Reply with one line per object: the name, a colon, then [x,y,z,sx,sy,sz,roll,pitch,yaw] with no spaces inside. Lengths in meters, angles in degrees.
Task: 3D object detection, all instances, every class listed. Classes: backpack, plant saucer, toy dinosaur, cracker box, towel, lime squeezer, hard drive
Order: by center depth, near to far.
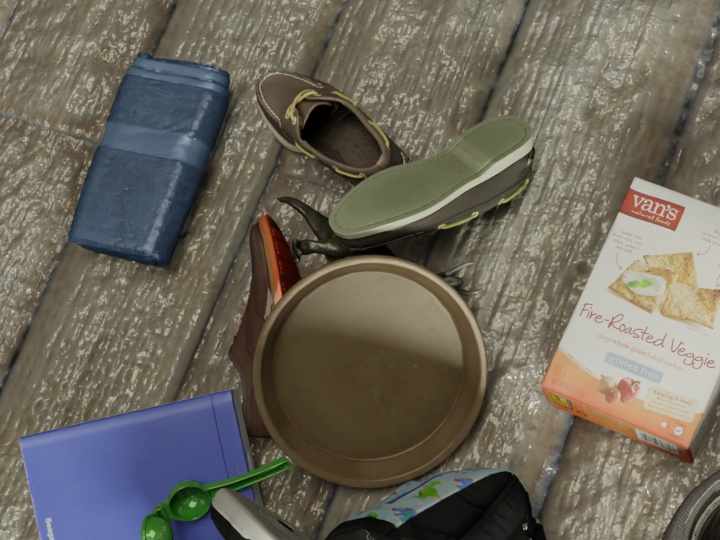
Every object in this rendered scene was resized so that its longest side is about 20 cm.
backpack: [0.063,0.230,1.280,0.199,0.153,0.165,-28,99,-36]
cracker box: [0.251,0.039,1.372,0.133,0.058,0.202,21,77,21]
lime squeezer: [-0.148,0.216,1.374,0.070,0.038,0.200,30,57,34]
plant saucer: [0.008,0.083,1.386,0.197,0.029,0.203,-1,103,-4]
hard drive: [-0.189,0.189,1.435,0.197,0.025,0.134,-13,89,11]
toy dinosaur: [0.000,0.000,1.452,0.199,0.102,0.078,32,122,35]
towel: [-0.195,-0.103,1.556,0.110,0.049,0.202,13,74,20]

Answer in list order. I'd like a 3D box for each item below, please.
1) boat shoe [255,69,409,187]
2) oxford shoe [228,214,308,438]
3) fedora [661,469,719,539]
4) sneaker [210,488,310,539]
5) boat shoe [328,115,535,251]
boat shoe: [-0.032,-0.132,1.504,0.072,0.060,0.200,-46,57,-4]
oxford shoe: [-0.088,0.048,1.459,0.072,0.071,0.203,-13,68,16]
fedora: [0.318,0.247,1.258,0.175,0.090,0.202,-20,60,6]
sneaker: [-0.060,0.251,1.172,0.199,0.073,0.112,36,93,31]
boat shoe: [0.066,-0.062,1.430,0.200,0.061,0.072,-27,46,-15]
